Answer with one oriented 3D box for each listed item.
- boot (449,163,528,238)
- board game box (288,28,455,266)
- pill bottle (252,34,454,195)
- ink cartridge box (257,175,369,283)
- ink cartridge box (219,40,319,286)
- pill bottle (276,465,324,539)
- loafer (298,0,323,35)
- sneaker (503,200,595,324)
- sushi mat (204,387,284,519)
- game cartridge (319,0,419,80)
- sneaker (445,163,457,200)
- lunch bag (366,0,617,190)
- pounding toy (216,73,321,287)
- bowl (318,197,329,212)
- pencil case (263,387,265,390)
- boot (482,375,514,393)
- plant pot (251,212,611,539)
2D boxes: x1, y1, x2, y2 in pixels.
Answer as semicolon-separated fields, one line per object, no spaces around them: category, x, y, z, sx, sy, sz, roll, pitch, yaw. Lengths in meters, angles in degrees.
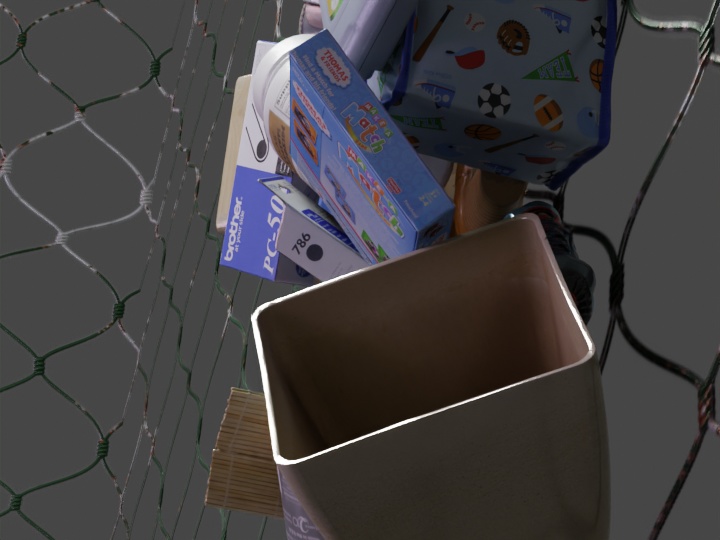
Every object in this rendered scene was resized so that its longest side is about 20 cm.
boot;0.100;-0.096;1.753;0.144;0.071;0.202;113;168;-62
board game box;0.004;-0.064;1.556;0.151;0.037;0.200;55;170;12
pill bottle;-0.013;-0.118;1.778;0.200;0.114;0.115;44;123;60
ink cartridge box;0.000;0.000;1.720;0.039;0.200;0.099;-54;-5;9
ink cartridge box;-0.065;-0.094;1.942;0.094;0.044;0.201;16;98;54
pill bottle;0.003;0.210;1.697;0.114;0.113;0.201;-122;23;-72
loafer;0.032;-0.197;1.940;0.072;0.199;0.063;-5;-69;-57
sneaker;0.114;-0.007;1.587;0.200;0.079;0.096;164;121;-74
sushi mat;-0.018;0.154;1.745;0.012;0.199;0.096;-124;48;-70
game cartridge;0.011;-0.237;1.594;0.134;0.040;0.200;-57;25;30
sneaker;0.065;-0.041;1.845;0.201;0.115;0.076;-46;7;-33
lunch bag;0.093;-0.178;1.631;0.124;0.169;0.201;141;139;-62
pounding toy;-0.028;-0.114;2.071;0.142;0.184;0.201;-9;64;35
bowl;0.014;-0.071;1.951;0.201;0.039;0.201;18;-90;-73
pencil case;-0.020;0.173;1.833;0.094;0.091;0.200;-44;-41;-33
boot;0.089;0.103;1.629;0.200;0.066;0.176;-120;43;-73
plant pot;0.059;0.109;1.430;0.200;0.199;0.178;-105;-5;-61
